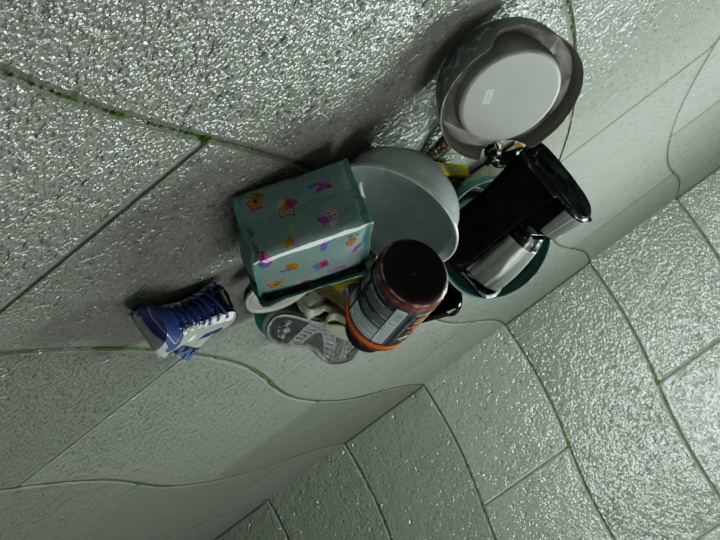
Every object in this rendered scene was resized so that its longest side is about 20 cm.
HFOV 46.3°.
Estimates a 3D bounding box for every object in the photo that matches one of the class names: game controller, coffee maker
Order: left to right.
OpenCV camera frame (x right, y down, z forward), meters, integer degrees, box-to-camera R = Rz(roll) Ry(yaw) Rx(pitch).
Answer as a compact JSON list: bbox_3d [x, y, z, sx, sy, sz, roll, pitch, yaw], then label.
[{"bbox_3d":[0.074,0.065,1.402,0.197,0.043,0.104,-16,-166,9],"label":"game controller"},{"bbox_3d":[0.203,-0.089,1.222,0.200,0.191,0.136,-44,-162,30],"label":"coffee maker"}]

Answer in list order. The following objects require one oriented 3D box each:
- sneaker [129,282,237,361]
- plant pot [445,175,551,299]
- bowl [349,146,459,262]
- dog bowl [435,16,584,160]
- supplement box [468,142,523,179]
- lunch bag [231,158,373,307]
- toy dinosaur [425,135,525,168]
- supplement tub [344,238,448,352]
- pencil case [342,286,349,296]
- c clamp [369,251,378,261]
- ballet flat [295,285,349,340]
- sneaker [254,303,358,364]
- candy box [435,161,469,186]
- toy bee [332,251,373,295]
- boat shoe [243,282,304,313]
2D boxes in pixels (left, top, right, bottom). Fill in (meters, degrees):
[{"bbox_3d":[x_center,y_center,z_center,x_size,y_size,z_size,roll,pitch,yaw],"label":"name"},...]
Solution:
[{"bbox_3d":[-0.240,0.062,1.183,0.115,0.081,0.199,-38,170,0],"label":"sneaker"},{"bbox_3d":[0.203,-0.070,1.410,0.199,0.202,0.134,-34,-157,-1],"label":"plant pot"},{"bbox_3d":[0.059,-0.104,1.164,0.091,0.199,0.202,-59,177,-29],"label":"bowl"},{"bbox_3d":[0.187,-0.238,1.095,0.196,0.059,0.202,-13,141,-11],"label":"dog bowl"},{"bbox_3d":[0.228,-0.133,1.545,0.199,0.074,0.126,-35,164,-2],"label":"supplement box"},{"bbox_3d":[-0.076,-0.034,1.120,0.168,0.123,0.201,-19,158,-11],"label":"lunch bag"},{"bbox_3d":[0.187,-0.218,1.245,0.197,0.104,0.135,0,167,35],"label":"toy dinosaur"},{"bbox_3d":[0.041,0.046,1.197,0.106,0.108,0.200,-24,164,-30],"label":"supplement tub"},{"bbox_3d":[-0.054,0.078,1.557,0.083,0.086,0.201,-26,162,-19],"label":"pencil case"},{"bbox_3d":[0.074,-0.029,1.380,0.027,0.174,0.198,-14,167,36],"label":"c clamp"},{"bbox_3d":[-0.051,0.060,1.328,0.063,0.198,0.070,-39,147,-44],"label":"ballet flat"},{"bbox_3d":[-0.102,0.094,1.425,0.198,0.121,0.085,24,99,-38],"label":"sneaker"},{"bbox_3d":[0.094,-0.135,1.320,0.101,0.027,0.199,-29,171,27],"label":"candy box"},{"bbox_3d":[0.000,0.000,1.406,0.129,0.200,0.110,-21,123,-23],"label":"toy bee"},{"bbox_3d":[-0.097,-0.006,1.287,0.198,0.060,0.074,-32,144,-14],"label":"boat shoe"}]
